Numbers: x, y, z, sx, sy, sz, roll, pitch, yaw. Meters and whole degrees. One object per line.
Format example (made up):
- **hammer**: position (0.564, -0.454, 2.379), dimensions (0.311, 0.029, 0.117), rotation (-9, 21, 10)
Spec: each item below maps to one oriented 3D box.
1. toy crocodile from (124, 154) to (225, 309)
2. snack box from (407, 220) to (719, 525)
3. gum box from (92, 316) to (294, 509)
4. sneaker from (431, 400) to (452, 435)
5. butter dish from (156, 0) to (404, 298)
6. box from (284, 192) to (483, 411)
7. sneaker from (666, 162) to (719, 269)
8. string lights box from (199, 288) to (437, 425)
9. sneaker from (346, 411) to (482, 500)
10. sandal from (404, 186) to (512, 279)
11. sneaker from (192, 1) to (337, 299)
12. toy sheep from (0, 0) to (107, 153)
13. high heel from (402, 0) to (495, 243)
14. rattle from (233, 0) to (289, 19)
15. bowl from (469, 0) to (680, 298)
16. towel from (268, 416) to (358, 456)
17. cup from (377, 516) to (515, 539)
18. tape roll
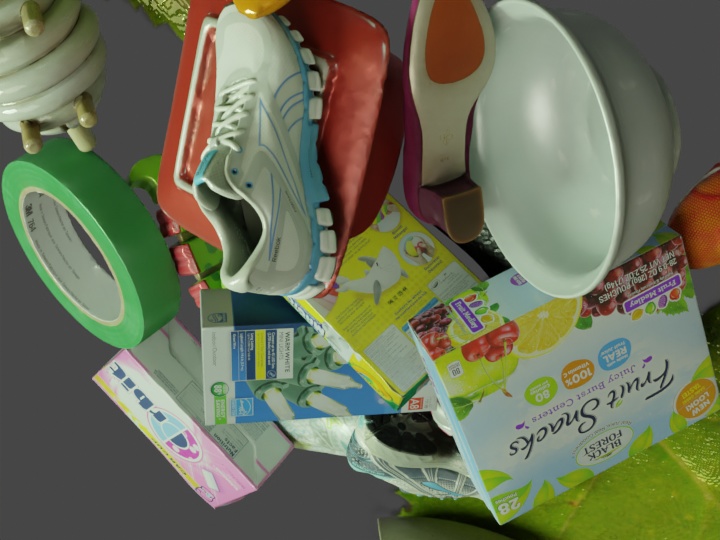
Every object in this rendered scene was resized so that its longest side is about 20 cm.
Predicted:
- **toy crocodile**: position (-0.140, -0.012, 1.027), dimensions (0.067, 0.062, 0.201), rotation (-13, 106, 58)
- **snack box**: position (0.156, 0.071, 0.867), dimensions (0.199, 0.068, 0.169), rotation (-25, 121, -4)
- **gum box**: position (-0.167, 0.148, 1.174), dimensions (0.200, 0.066, 0.113), rotation (48, 145, -6)
- **sneaker**: position (0.149, 0.094, 0.993), dimensions (0.199, 0.082, 0.089), rotation (-9, 123, 23)
- **butter dish**: position (-0.036, -0.107, 0.864), dimensions (0.199, 0.147, 0.201), rotation (27, 112, 36)
- **box**: position (0.000, 0.000, 0.920), dimensions (0.200, 0.117, 0.048), rotation (46, 161, 12)
- **sneaker**: position (0.289, -0.043, 0.792), dimensions (0.073, 0.077, 0.199), rotation (45, 137, -16)
- **string lights box**: position (-0.034, 0.068, 0.974), dimensions (0.198, 0.059, 0.103), rotation (-3, 123, -8)
- **sneaker**: position (0.080, 0.176, 1.079), dimensions (0.199, 0.078, 0.086), rotation (21, 137, -13)
- **sandal**: position (0.122, -0.024, 0.929), dimensions (0.200, 0.045, 0.075), rotation (44, 131, 7)
- **sneaker**: position (-0.072, -0.079, 0.746), dimensions (0.075, 0.086, 0.202), rotation (-16, 82, 42)
- **toy sheep**: position (-0.265, -0.171, 0.931), dimensions (0.137, 0.138, 0.201), rotation (5, 136, 24)
- **high heel**: position (0.048, -0.123, 0.818), dimensions (0.067, 0.096, 0.202), rotation (-9, 116, -17)
- **rattle**: position (-0.055, -0.286, 0.717), dimensions (0.130, 0.143, 0.201), rotation (35, 145, 21)
- **bowl**: position (0.152, -0.090, 0.784), dimensions (0.201, 0.090, 0.203), rotation (164, 90, -71)
- **towel**: position (-0.031, 0.101, 1.110), dimensions (0.170, 0.048, 0.201), rotation (6, 131, 22)
- **cup**: position (0.104, 0.339, 1.170), dimensions (0.142, 0.201, 0.201), rotation (-10, 128, 1)
- **tape roll**: position (-0.249, -0.023, 1.065), dimensions (0.200, 0.048, 0.201), rotation (32, 143, 28)
